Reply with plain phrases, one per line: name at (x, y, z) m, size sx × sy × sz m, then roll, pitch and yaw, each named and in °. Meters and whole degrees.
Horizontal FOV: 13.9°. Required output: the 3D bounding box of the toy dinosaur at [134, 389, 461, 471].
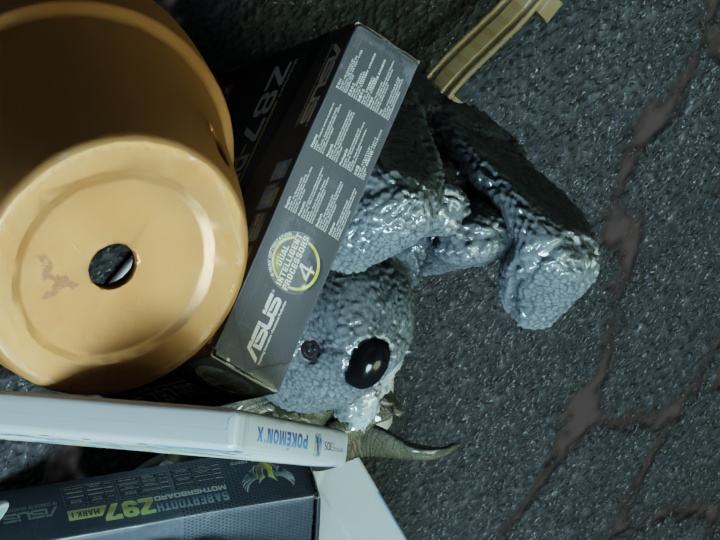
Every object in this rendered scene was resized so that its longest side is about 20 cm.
toy dinosaur at (-0.038, 0.090, 1.797) m, size 0.200 × 0.077 × 0.102 m, roll 1°, pitch 152°, yaw -30°

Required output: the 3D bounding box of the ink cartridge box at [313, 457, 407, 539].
ink cartridge box at (-0.019, 0.204, 1.910) m, size 0.067 × 0.116 × 0.200 m, roll -24°, pitch 152°, yaw -16°

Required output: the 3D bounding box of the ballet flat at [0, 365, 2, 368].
ballet flat at (-0.181, -0.016, 1.559) m, size 0.200 × 0.067 × 0.064 m, roll -54°, pitch 179°, yaw 7°

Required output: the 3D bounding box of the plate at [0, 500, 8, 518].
plate at (-0.275, 0.185, 1.609) m, size 0.200 × 0.026 × 0.200 m, roll -41°, pitch 176°, yaw -4°

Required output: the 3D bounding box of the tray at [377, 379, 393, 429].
tray at (-0.020, 0.066, 1.850) m, size 0.107 × 0.022 × 0.200 m, roll -23°, pitch 145°, yaw -18°

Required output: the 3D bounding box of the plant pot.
plant pot at (-0.141, -0.030, 1.438) m, size 0.200 × 0.140 × 0.200 m, roll -12°, pitch 121°, yaw -20°

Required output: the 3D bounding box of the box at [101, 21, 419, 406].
box at (-0.059, -0.023, 1.552) m, size 0.049 × 0.161 × 0.200 m, roll 32°, pitch 69°, yaw -24°

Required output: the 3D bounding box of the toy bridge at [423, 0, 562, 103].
toy bridge at (0.050, -0.102, 1.774) m, size 0.200 × 0.027 × 0.067 m, roll -52°, pitch 166°, yaw 4°

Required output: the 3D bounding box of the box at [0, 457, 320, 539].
box at (-0.127, 0.186, 1.764) m, size 0.200 × 0.051 × 0.158 m, roll -9°, pitch 134°, yaw -15°

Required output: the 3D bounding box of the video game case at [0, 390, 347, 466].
video game case at (-0.126, 0.078, 1.475) m, size 0.182 × 0.200 × 0.022 m, roll 21°, pitch 73°, yaw -72°

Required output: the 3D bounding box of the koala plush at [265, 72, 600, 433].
koala plush at (0.000, 0.000, 1.680) m, size 0.177 × 0.184 × 0.200 m, roll 16°, pitch 117°, yaw -34°

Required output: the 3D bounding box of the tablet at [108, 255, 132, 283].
tablet at (-0.074, -0.020, 1.729) m, size 0.200 × 0.014 × 0.130 m, roll -50°, pitch 150°, yaw -2°
